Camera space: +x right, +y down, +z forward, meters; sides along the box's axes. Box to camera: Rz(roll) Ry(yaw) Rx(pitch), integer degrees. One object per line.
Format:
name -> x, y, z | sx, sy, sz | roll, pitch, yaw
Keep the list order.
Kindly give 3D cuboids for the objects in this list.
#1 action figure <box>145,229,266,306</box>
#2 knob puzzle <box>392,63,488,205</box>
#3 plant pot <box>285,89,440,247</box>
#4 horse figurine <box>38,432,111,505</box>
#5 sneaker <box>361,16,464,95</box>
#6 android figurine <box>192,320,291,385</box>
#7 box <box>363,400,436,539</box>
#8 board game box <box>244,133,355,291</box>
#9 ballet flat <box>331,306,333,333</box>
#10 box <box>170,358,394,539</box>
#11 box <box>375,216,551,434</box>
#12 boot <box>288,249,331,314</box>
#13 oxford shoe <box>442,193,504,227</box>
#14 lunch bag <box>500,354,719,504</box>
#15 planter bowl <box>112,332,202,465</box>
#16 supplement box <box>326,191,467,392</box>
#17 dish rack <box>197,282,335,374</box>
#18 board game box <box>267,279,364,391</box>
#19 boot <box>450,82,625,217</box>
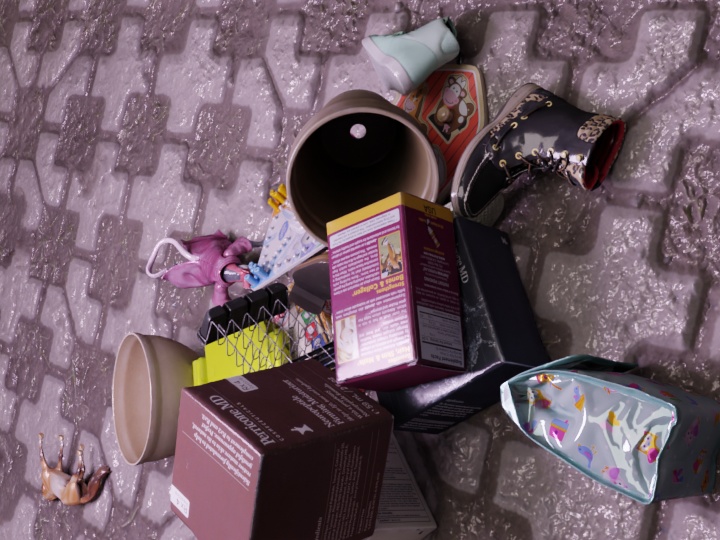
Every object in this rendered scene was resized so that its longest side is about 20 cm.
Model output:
action figure -> -0.225, -0.016, 1.612 | 0.199, 0.147, 0.136 | 16, 86, 57
knob puzzle -> 0.098, -0.199, 1.416 | 0.217, 0.030, 0.225 | -12, 73, 42
plant pot -> 0.001, -0.151, 1.355 | 0.201, 0.198, 0.175 | -51, 20, 23
horse figurine -> -0.536, 0.377, 1.876 | 0.197, 0.049, 0.136 | 9, 100, 38
sneaker -> 0.076, -0.309, 1.436 | 0.117, 0.074, 0.201 | -33, 27, -1
android figurine -> -0.173, 0.152, 1.515 | 0.179, 0.041, 0.204 | -19, 67, 29
box -> -0.010, 0.280, 1.349 | 0.109, 0.127, 0.202 | -46, 53, 27
board game box -> -0.083, -0.088, 1.502 | 0.199, 0.026, 0.202 | -31, 33, 36
ballet flat -> 0.000, 0.000, 1.437 | 0.071, 0.071, 0.203 | 28, 92, 42
box -> -0.092, 0.224, 1.192 | 0.165, 0.198, 0.167 | 29, 117, 42
box -> 0.109, 0.073, 1.290 | 0.199, 0.116, 0.200 | -34, 60, 32
boot -> -0.046, -0.002, 1.352 | 0.076, 0.073, 0.200 | -61, 7, -18
oxford shoe -> 0.105, -0.056, 1.356 | 0.199, 0.075, 0.058 | -37, 37, 32
lunch bag -> 0.265, 0.158, 1.085 | 0.198, 0.169, 0.124 | 19, 95, 41
planter bowl -> -0.300, 0.199, 1.619 | 0.199, 0.132, 0.205 | -2, 88, 60
supplement box -> 0.042, 0.029, 1.211 | 0.129, 0.102, 0.204 | -18, 68, 40
dish rack -> -0.114, 0.104, 1.413 | 0.200, 0.152, 0.055 | 44, 139, 31
board game box -> -0.080, 0.123, 1.505 | 0.151, 0.046, 0.202 | -42, 55, 30
boot -> 0.212, -0.131, 1.233 | 0.149, 0.074, 0.201 | 25, 67, 39
